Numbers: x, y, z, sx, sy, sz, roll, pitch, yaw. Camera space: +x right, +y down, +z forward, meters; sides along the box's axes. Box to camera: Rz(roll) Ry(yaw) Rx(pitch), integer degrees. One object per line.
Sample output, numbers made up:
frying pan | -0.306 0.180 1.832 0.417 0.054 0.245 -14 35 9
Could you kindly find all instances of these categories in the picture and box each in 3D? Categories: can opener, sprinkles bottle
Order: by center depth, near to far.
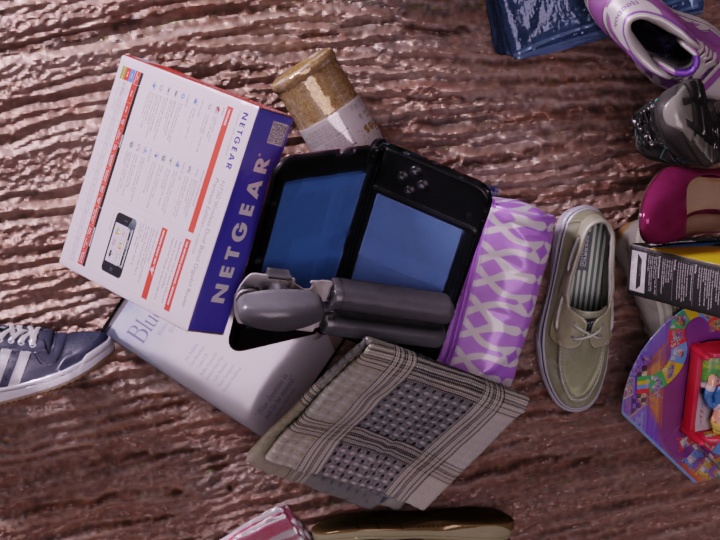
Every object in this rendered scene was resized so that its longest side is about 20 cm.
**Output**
can opener | -0.013 0.042 1.238 0.198 0.067 0.054 8 122 -17
sprinkles bottle | -0.004 -0.103 1.327 0.068 0.068 0.201 -32 101 0

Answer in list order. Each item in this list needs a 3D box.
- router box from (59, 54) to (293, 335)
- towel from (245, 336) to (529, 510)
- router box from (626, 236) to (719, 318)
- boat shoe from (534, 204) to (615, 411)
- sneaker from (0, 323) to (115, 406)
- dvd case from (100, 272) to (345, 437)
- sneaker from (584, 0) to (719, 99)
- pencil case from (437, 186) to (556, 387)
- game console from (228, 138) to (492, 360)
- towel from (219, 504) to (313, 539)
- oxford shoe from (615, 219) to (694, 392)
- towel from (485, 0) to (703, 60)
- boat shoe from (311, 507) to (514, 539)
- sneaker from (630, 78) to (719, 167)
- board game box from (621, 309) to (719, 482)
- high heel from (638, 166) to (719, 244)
router box | -0.166 -0.068 1.268 0.049 0.179 0.202 9 102 -53
towel | 0.024 0.151 1.318 0.191 0.035 0.200 21 129 -31
router box | 0.364 0.005 1.309 0.198 0.149 0.052 -4 103 -35
boat shoe | 0.207 0.040 1.378 0.071 0.062 0.202 -1 101 -6
sneaker | -0.331 0.063 1.317 0.198 0.070 0.110 -17 103 0
dvd case | -0.123 0.053 1.365 0.199 0.018 0.143 34 95 -11
sneaker | 0.286 -0.188 1.295 0.199 0.115 0.073 24 115 -33
pencil case | 0.121 0.026 1.354 0.085 0.084 0.202 7 99 -42
game console | 0.000 0.000 1.265 0.171 0.119 0.201 23 121 10
towel | -0.082 0.344 1.413 0.146 0.030 0.201 -32 102 0
oxford shoe | 0.294 0.031 1.393 0.075 0.058 0.201 -38 118 -27
towel | 0.213 -0.269 1.334 0.198 0.049 0.113 -15 100 -4
boat shoe | 0.051 0.268 1.393 0.198 0.073 0.066 0 95 -7
sneaker | 0.280 -0.122 1.296 0.078 0.200 0.076 -7 85 20
board game box | 0.348 0.121 1.388 0.158 0.039 0.200 -48 121 1
high heel | 0.324 -0.061 1.302 0.095 0.199 0.068 11 113 34
